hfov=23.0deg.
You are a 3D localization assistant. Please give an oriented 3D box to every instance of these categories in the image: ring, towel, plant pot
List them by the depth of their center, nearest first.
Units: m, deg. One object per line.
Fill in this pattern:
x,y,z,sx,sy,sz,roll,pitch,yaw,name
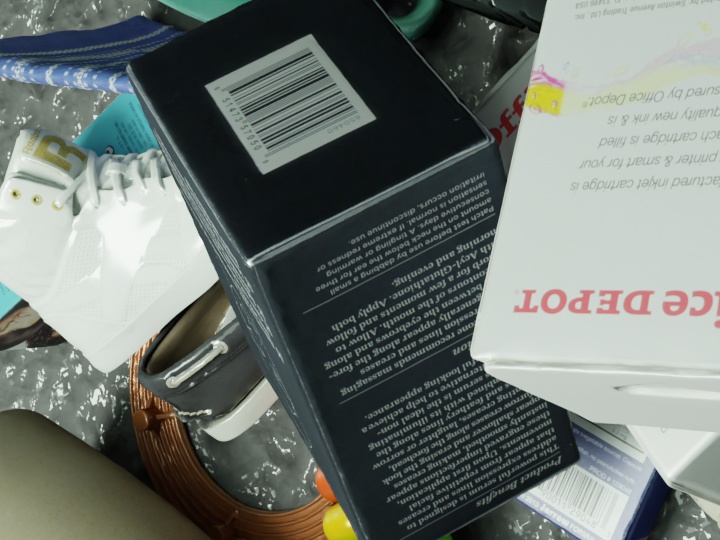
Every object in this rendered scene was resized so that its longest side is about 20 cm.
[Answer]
-0.089,-0.109,0.908,0.199,0.145,0.024,10,107,35,towel
-0.133,0.195,0.944,0.199,0.187,0.188,19,103,22,plant pot
-0.056,0.067,0.966,0.200,0.019,0.201,2,94,36,ring

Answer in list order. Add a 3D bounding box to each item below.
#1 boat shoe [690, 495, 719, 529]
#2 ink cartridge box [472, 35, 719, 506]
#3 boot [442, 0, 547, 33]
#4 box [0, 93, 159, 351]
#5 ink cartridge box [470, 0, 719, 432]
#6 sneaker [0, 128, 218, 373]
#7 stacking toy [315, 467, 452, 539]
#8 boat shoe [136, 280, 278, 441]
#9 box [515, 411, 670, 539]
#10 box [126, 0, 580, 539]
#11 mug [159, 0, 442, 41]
0.193,0.025,0.747,0.069,0.074,0.200,40,112,26,boat shoe
0.143,-0.025,0.709,0.145,0.084,0.200,-47,47,18,ink cartridge box
0.033,-0.202,0.729,0.200,0.076,0.169,26,98,23,boot
-0.148,-0.027,0.992,0.200,0.082,0.049,-40,70,31,box
0.134,-0.048,0.605,0.147,0.086,0.201,1,72,41,ink cartridge box
-0.116,-0.039,0.878,0.115,0.074,0.200,39,123,-15,sneaker
0.016,0.135,0.875,0.085,0.085,0.201,-20,79,35,stacking toy
-0.035,-0.005,0.893,0.200,0.060,0.074,-49,30,11,boat shoe
0.116,0.020,0.829,0.121,0.032,0.201,31,109,31,box
0.000,0.000,0.755,0.107,0.200,0.149,-27,44,-8,box
-0.052,-0.194,0.884,0.152,0.185,0.115,9,69,47,mug
